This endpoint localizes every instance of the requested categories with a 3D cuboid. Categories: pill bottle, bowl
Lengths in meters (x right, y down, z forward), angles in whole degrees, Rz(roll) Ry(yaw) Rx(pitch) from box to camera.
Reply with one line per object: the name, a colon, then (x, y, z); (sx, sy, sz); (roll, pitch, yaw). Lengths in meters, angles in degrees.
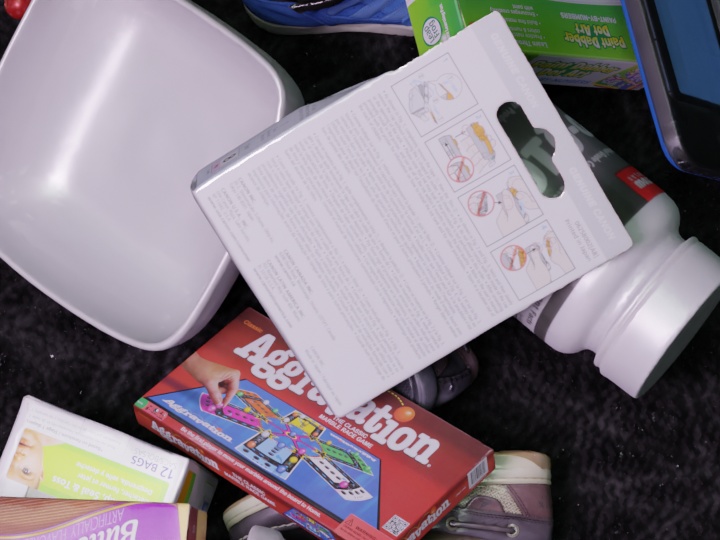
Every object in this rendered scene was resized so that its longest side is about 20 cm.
pill bottle: (0.117, -0.025, 1.419); (0.200, 0.114, 0.114); (39, 85, 12)
bowl: (-0.130, -0.071, 1.446); (0.199, 0.074, 0.201); (34, 106, 24)

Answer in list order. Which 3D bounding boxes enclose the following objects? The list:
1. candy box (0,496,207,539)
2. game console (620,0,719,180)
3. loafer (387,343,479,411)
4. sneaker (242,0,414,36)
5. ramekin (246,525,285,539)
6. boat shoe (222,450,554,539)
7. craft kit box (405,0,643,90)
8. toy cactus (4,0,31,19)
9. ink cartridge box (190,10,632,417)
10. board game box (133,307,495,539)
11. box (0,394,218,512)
candy box: (-0.189, 0.187, 1.336); (0.198, 0.056, 0.118); (2, 78, 9)
game console: (0.241, -0.164, 1.436); (0.118, 0.170, 0.202); (-22, 75, 29)
loafer: (0.000, 0.000, 1.460); (0.063, 0.072, 0.201); (-20, 70, -37)
sneaker: (0.018, -0.192, 1.465); (0.198, 0.111, 0.077); (-2, 78, 6)
ramekin: (-0.043, 0.253, 1.345); (0.093, 0.202, 0.204); (16, 80, -2)
boat shoe: (0.018, 0.150, 1.418); (0.198, 0.072, 0.065); (-8, 73, -1)
craft kit box: (0.095, -0.210, 1.427); (0.048, 0.199, 0.199); (-29, 69, 41)
toy cactus: (-0.152, -0.251, 1.520); (0.163, 0.102, 0.202); (6, 76, -12)
ink cartridge box: (0.028, -0.033, 1.354); (0.199, 0.057, 0.163); (-31, 106, 4)
board game box: (-0.029, 0.096, 1.401); (0.199, 0.020, 0.103); (28, 53, 33)
box: (-0.175, 0.192, 1.414); (0.112, 0.101, 0.201); (20, 81, 10)
